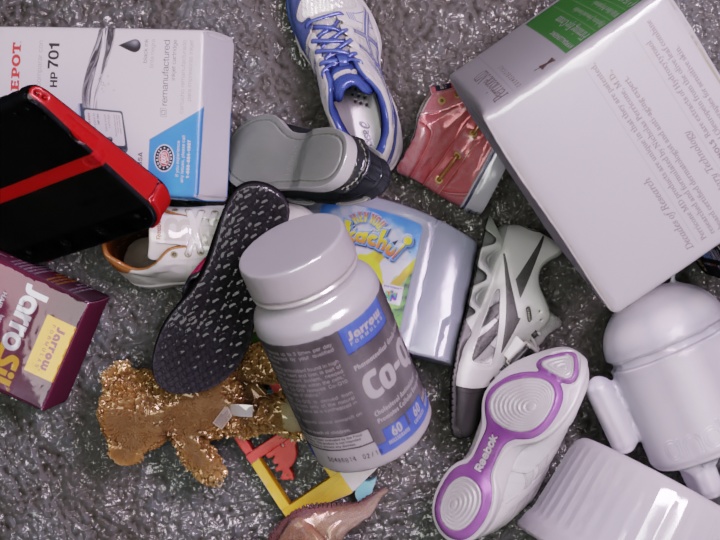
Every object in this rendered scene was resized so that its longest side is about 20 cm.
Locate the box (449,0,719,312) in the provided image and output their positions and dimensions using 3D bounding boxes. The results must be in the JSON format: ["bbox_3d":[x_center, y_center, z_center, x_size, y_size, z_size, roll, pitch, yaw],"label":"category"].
[{"bbox_3d":[0.202,-0.112,1.270,0.171,0.199,0.200,-35,106,5],"label":"box"}]

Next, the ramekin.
[{"bbox_3d":[0.244,0.225,1.338,0.200,0.200,0.098,29,85,2],"label":"ramekin"}]

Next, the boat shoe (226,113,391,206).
[{"bbox_3d":[-0.051,-0.091,1.367,0.060,0.200,0.076,23,89,-36],"label":"boat shoe"}]

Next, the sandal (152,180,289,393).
[{"bbox_3d":[-0.118,0.016,1.351,0.075,0.045,0.201,24,97,-14],"label":"sandal"}]

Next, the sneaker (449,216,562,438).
[{"bbox_3d":[0.132,0.059,1.396,0.088,0.074,0.201,14,93,5],"label":"sneaker"}]

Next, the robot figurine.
[{"bbox_3d":[0.284,0.096,1.368,0.169,0.113,0.201,-24,90,-6],"label":"robot figurine"}]

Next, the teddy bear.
[{"bbox_3d":[-0.135,0.116,1.406,0.199,0.067,0.146,-28,100,6],"label":"teddy bear"}]

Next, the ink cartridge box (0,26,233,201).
[{"bbox_3d":[-0.220,-0.139,1.389,0.198,0.086,0.148,3,92,14],"label":"ink cartridge box"}]

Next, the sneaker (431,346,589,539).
[{"bbox_3d":[0.139,0.153,1.389,0.075,0.099,0.201,40,102,28],"label":"sneaker"}]

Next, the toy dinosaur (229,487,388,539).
[{"bbox_3d":[-0.063,0.261,1.405,0.135,0.086,0.201,36,95,7],"label":"toy dinosaur"}]

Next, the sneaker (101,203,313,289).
[{"bbox_3d":[-0.137,-0.023,1.376,0.199,0.085,0.073,-11,69,21],"label":"sneaker"}]

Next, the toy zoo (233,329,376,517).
[{"bbox_3d":[-0.051,0.135,1.437,0.131,0.020,0.201,-33,89,4],"label":"toy zoo"}]

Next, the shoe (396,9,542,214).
[{"bbox_3d":[0.109,-0.157,1.391,0.091,0.071,0.201,26,98,-3],"label":"shoe"}]

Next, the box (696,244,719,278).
[{"bbox_3d":[0.373,-0.067,1.314,0.199,0.199,0.050,-36,89,4],"label":"box"}]

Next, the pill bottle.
[{"bbox_3d":[-0.023,0.060,1.318,0.113,0.114,0.201,-21,117,4],"label":"pill bottle"}]

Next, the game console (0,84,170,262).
[{"bbox_3d":[-0.278,-0.079,1.333,0.199,0.031,0.177,-15,134,37],"label":"game console"}]

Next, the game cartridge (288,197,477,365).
[{"bbox_3d":[0.000,0.000,1.410,0.198,0.040,0.134,12,77,2],"label":"game cartridge"}]

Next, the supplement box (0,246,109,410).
[{"bbox_3d":[-0.345,0.034,1.420,0.199,0.086,0.111,24,93,2],"label":"supplement box"}]

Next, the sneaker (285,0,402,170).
[{"bbox_3d":[-0.010,-0.182,1.390,0.075,0.088,0.201,-23,90,3],"label":"sneaker"}]
